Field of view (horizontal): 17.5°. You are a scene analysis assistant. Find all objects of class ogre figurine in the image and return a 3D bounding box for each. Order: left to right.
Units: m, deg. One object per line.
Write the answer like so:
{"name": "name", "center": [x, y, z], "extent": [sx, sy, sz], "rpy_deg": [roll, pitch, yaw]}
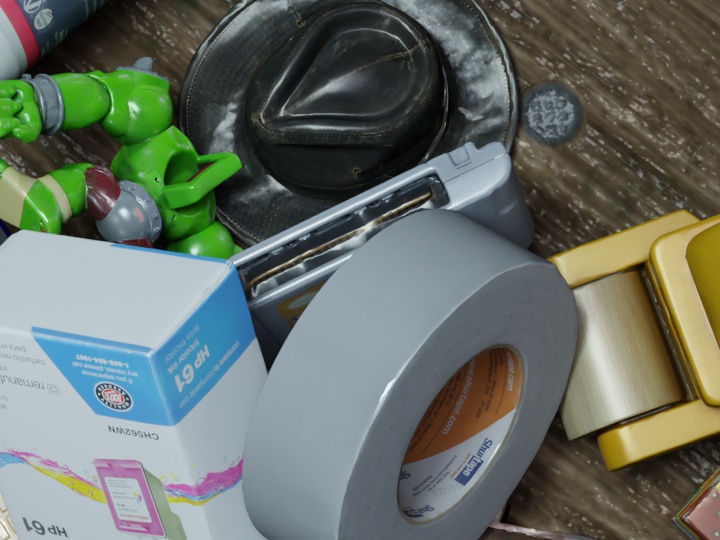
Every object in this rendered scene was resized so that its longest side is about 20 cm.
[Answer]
{"name": "ogre figurine", "center": [-0.132, -0.030, 1.310], "extent": [0.120, 0.098, 0.200], "rpy_deg": [-34, 90, -35]}

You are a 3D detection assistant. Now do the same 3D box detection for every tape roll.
{"name": "tape roll", "center": [0.029, 0.071, 1.216], "extent": [0.066, 0.200, 0.200], "rpy_deg": [31, 86, 29]}

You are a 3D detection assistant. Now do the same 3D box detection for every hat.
{"name": "hat", "center": [-0.010, -0.096, 1.331], "extent": [0.200, 0.081, 0.201], "rpy_deg": [0, 84, 5]}

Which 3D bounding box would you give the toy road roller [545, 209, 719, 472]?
{"name": "toy road roller", "center": [0.194, 0.021, 1.266], "extent": [0.200, 0.146, 0.123], "rpy_deg": [-20, 82, 2]}

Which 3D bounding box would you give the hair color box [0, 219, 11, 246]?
{"name": "hair color box", "center": [-0.287, 0.038, 1.324], "extent": [0.200, 0.109, 0.065], "rpy_deg": [-34, 83, 1]}

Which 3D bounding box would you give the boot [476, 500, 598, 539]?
{"name": "boot", "center": [0.079, 0.236, 1.292], "extent": [0.186, 0.064, 0.200], "rpy_deg": [20, 82, 20]}

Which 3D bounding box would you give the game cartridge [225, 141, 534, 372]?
{"name": "game cartridge", "center": [0.000, 0.000, 1.291], "extent": [0.200, 0.133, 0.042], "rpy_deg": [-26, 66, 3]}

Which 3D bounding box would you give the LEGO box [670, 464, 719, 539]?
{"name": "LEGO box", "center": [0.265, 0.173, 1.241], "extent": [0.200, 0.149, 0.077], "rpy_deg": [43, 89, 9]}

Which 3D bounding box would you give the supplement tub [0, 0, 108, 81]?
{"name": "supplement tub", "center": [-0.179, -0.212, 1.315], "extent": [0.140, 0.140, 0.200], "rpy_deg": [44, 74, 8]}

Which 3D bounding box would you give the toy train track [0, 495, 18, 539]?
{"name": "toy train track", "center": [-0.175, 0.179, 1.337], "extent": [0.115, 0.033, 0.200], "rpy_deg": [-34, 83, 0]}

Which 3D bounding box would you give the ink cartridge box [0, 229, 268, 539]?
{"name": "ink cartridge box", "center": [-0.120, 0.089, 1.237], "extent": [0.144, 0.200, 0.085], "rpy_deg": [8, 41, 31]}
